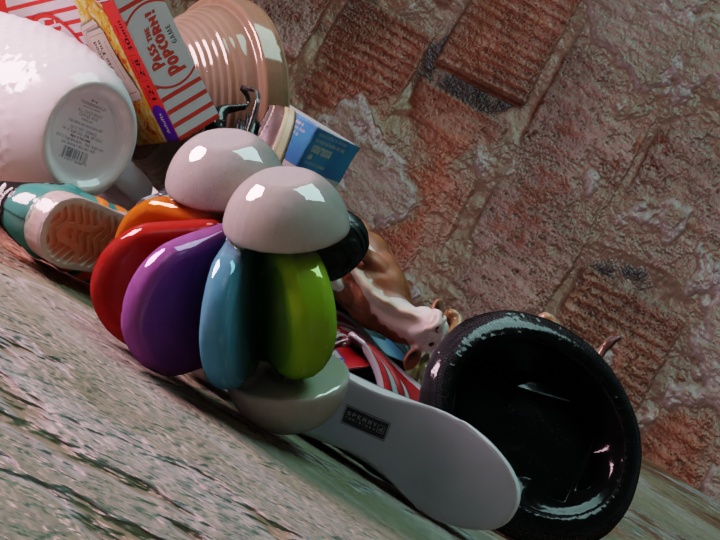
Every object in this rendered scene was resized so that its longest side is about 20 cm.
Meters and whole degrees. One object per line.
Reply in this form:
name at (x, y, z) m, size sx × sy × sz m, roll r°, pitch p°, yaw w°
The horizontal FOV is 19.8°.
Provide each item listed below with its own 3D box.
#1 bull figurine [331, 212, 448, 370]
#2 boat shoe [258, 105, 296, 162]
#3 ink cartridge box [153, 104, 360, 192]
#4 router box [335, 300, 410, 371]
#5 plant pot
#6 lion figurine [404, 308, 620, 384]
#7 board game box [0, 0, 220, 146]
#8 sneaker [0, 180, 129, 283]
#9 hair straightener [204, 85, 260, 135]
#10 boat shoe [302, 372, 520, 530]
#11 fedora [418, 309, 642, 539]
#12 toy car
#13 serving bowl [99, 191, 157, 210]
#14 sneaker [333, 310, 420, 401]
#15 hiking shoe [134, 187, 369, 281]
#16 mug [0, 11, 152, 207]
bull figurine at (0.000, 0.000, 1.725) m, size 0.121 × 0.065 × 0.200 m, roll 46°, pitch 0°, yaw -36°
boat shoe at (-0.123, -0.060, 1.689) m, size 0.072 × 0.201 × 0.072 m, roll 32°, pitch -10°, yaw -6°
ink cartridge box at (-0.126, -0.079, 2.040) m, size 0.147 × 0.201 × 0.145 m, roll 31°, pitch 5°, yaw 15°
router box at (-0.037, 0.014, 1.868) m, size 0.201 × 0.062 × 0.150 m, roll 62°, pitch 14°, yaw 21°
plant pot at (-0.152, -0.142, 1.801) m, size 0.092 × 0.203 × 0.201 m, roll 3°, pitch 18°, yaw -34°
lion figurine at (0.120, 0.096, 1.758) m, size 0.198 × 0.123 × 0.073 m, roll -3°, pitch -50°, yaw 13°
board game box at (-0.212, -0.178, 1.710) m, size 0.199 × 0.046 × 0.153 m, roll -1°, pitch -62°, yaw 56°
sneaker at (-0.204, -0.026, 1.573) m, size 0.080 × 0.072 × 0.200 m, roll 28°, pitch -3°, yaw 33°
hair straightener at (-0.095, -0.072, 1.627) m, size 0.041 × 0.077 × 0.201 m, roll 39°, pitch 40°, yaw -32°
boat shoe at (0.028, 0.122, 1.461) m, size 0.199 × 0.070 × 0.066 m, roll 23°, pitch 2°, yaw 18°
fedora at (0.119, 0.132, 1.621) m, size 0.200 × 0.202 × 0.091 m, roll 29°, pitch -28°, yaw -17°
toy car at (-0.098, 0.012, 1.368) m, size 0.149 × 0.177 × 0.200 m, roll -13°, pitch 27°, yaw -29°
serving bowl at (-0.201, -0.036, 1.862) m, size 0.199 × 0.066 × 0.200 m, roll 30°, pitch 2°, yaw -1°
sneaker at (-0.027, 0.072, 1.687) m, size 0.199 × 0.072 × 0.112 m, roll 35°, pitch 1°, yaw 34°
hiking shoe at (-0.071, -0.044, 1.504) m, size 0.199 × 0.075 × 0.087 m, roll 9°, pitch 35°, yaw 32°
mug at (-0.247, -0.110, 1.656) m, size 0.175 × 0.148 × 0.200 m, roll 20°, pitch -14°, yaw 46°
